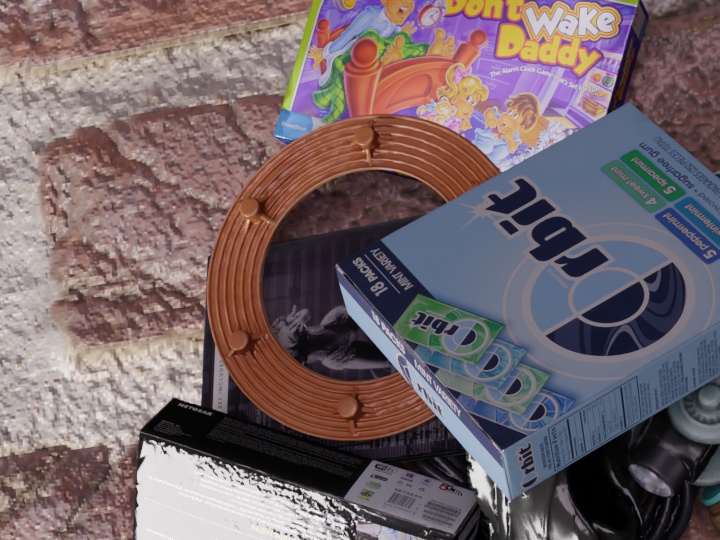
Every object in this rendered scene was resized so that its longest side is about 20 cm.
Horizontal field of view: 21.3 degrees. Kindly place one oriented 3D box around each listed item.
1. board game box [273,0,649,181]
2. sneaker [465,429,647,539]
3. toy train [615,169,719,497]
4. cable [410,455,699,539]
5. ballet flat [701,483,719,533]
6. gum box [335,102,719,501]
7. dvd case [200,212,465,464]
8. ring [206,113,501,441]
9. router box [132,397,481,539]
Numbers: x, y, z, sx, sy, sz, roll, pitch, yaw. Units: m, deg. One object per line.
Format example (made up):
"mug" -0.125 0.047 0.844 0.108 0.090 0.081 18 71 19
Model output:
"board game box" 0.061 -0.119 1.172 0.199 0.045 0.135 15 86 17
"sneaker" 0.110 0.157 1.032 0.090 0.076 0.201 8 113 40
"toy train" 0.191 0.030 1.074 0.114 0.085 0.200 30 69 20
"cable" 0.108 0.085 1.126 0.163 0.051 0.201 -29 75 10
"ballet flat" 0.280 0.083 1.077 0.072 0.068 0.200 40 94 -3
"gum box" 0.115 0.010 1.024 0.199 0.045 0.170 -29 46 -15
"dvd case" -0.008 0.046 1.146 0.199 0.016 0.149 -10 67 26
"ring" 0.000 0.000 1.121 0.199 0.019 0.201 -6 72 18
"router box" -0.037 0.174 1.119 0.199 0.051 0.150 16 118 17
